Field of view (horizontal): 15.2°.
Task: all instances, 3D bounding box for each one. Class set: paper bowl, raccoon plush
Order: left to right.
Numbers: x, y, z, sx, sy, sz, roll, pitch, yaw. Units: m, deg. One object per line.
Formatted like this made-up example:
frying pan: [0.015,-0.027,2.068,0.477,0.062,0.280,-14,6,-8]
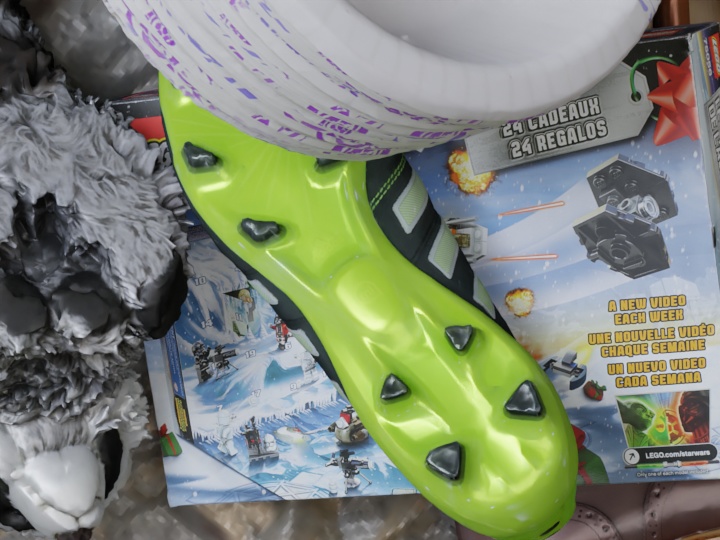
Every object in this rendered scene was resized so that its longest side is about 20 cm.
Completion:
raccoon plush: [-0.105,-0.010,0.876,0.096,0.134,0.201,4,60,-7]
paper bowl: [-0.009,-0.130,0.747,0.200,0.104,0.202,11,74,-43]

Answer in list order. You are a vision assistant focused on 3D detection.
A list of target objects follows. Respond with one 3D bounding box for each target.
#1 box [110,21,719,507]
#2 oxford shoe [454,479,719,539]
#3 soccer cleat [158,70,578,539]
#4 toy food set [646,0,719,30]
box: [0.023,0.001,0.859,0.199,0.040,0.138,-4,100,23]
oxford shoe: [0.126,0.061,0.939,0.199,0.071,0.073,-24,95,-13]
soccer cleat: [0.000,0.000,0.812,0.067,0.081,0.200,-32,66,-2]
toy food set: [0.143,-0.070,0.893,0.143,0.060,0.201,-16,107,-49]
